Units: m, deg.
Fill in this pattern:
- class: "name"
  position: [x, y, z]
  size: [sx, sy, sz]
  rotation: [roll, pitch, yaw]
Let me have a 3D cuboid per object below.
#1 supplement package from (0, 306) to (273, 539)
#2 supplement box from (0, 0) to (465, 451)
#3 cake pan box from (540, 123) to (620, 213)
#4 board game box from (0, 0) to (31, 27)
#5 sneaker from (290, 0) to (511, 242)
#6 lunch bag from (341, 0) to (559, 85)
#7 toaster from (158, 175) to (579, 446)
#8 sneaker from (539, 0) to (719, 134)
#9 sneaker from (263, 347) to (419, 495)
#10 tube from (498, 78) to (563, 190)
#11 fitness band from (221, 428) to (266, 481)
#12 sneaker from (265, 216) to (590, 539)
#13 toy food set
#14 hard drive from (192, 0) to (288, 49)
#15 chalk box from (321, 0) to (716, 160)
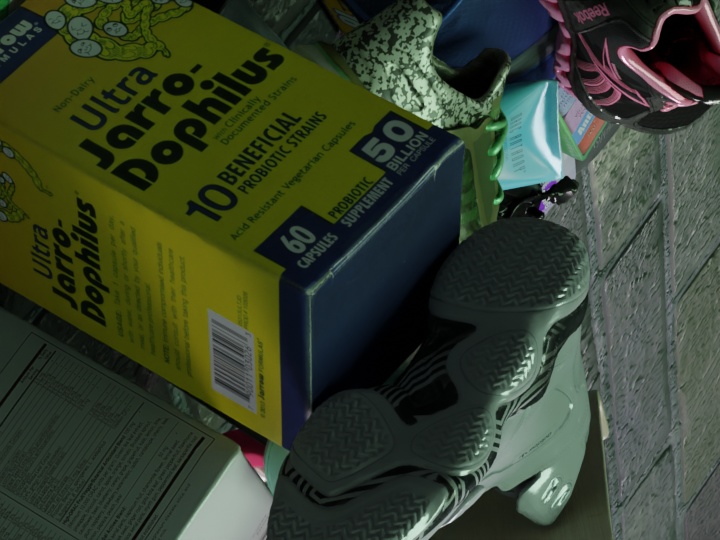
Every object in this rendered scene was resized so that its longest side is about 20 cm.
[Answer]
- class: "supplement package"
  position: [-0.149, 0.124, 1.261]
  size: [0.147, 0.200, 0.191]
  rotation: [-56, 158, -14]
- class: "supplement box"
  position: [-0.069, -0.030, 1.160]
  size: [0.109, 0.200, 0.110]
  rotation: [-46, 152, -34]
- class: "cake pan box"
  position: [0.129, -0.144, 1.651]
  size: [0.184, 0.052, 0.200]
  rotation: [-48, 154, -25]
- class: "board game box"
  position: [-0.148, -0.115, 1.202]
  size: [0.134, 0.034, 0.200]
  rotation: [-35, 146, -46]
- class: "sneaker"
  position: [0.043, -0.056, 1.247]
  size: [0.089, 0.077, 0.200]
  rotation: [-40, 142, 4]
- class: "lunch bag"
  position: [0.038, -0.183, 1.318]
  size: [0.136, 0.200, 0.132]
  rotation: [-45, 149, 10]
- class: "toaster"
  position: [0.000, 0.000, 1.455]
  size: [0.181, 0.119, 0.200]
  rotation: [-63, 157, 7]
- class: "sneaker"
  position: [0.136, -0.099, 1.247]
  size: [0.079, 0.095, 0.200]
  rotation: [-43, 153, 1]
- class: "sneaker"
  position: [-0.021, 0.052, 1.265]
  size: [0.200, 0.140, 0.078]
  rotation: [-21, 121, -55]
- class: "tube"
  position: [-0.002, -0.051, 1.315]
  size: [0.078, 0.199, 0.051]
  rotation: [81, -2, -60]
- class: "fitness band"
  position: [-0.097, 0.165, 1.467]
  size: [0.200, 0.144, 0.037]
  rotation: [-33, 126, 23]
- class: "sneaker"
  position: [0.038, 0.081, 1.141]
  size: [0.200, 0.075, 0.115]
  rotation: [-52, 147, -29]
- class: "toy food set"
  position: [0.048, 0.124, 1.260]
  size: [0.200, 0.143, 0.061]
  rotation: [-83, 159, -70]
- class: "hard drive"
  position: [-0.079, -0.057, 1.418]
  size: [0.140, 0.033, 0.200]
  rotation: [-59, 158, -6]
- class: "chalk box"
  position: [0.091, -0.150, 1.454]
  size: [0.125, 0.200, 0.124]
  rotation: [-57, 157, -8]
